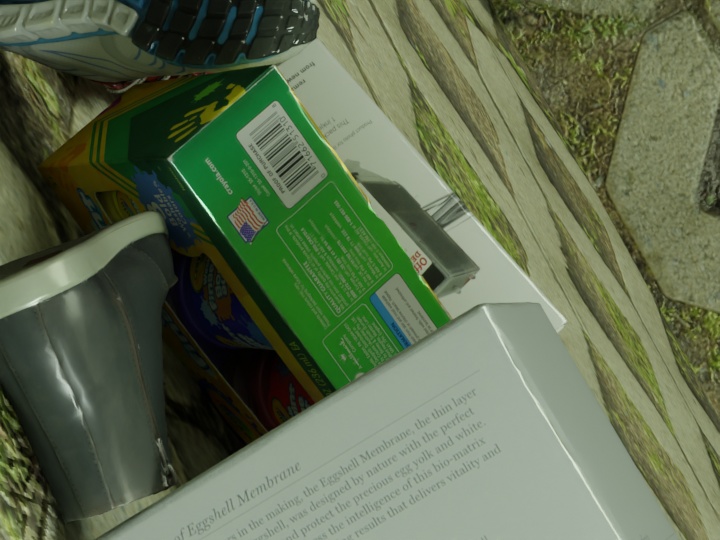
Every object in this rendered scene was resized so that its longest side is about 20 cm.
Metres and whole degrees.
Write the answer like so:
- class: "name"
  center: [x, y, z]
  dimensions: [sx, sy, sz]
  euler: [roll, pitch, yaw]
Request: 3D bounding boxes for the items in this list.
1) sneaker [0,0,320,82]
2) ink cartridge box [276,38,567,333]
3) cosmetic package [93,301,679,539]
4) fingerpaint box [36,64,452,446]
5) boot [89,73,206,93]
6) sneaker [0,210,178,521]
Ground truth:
- class: "sneaker"
  center: [-0.101, -0.125, 1.219]
  dimensions: [0.087, 0.200, 0.075]
  euler: [39, 64, -58]
- class: "ink cartridge box"
  center: [0.000, 0.000, 1.315]
  dimensions: [0.200, 0.083, 0.147]
  euler: [49, -22, 7]
- class: "cosmetic package"
  center: [0.027, 0.146, 0.996]
  dimensions: [0.200, 0.199, 0.123]
  euler: [60, 12, 6]
- class: "fingerpaint box"
  center: [-0.045, 0.007, 1.188]
  dimensions: [0.200, 0.073, 0.167]
  euler: [55, -22, -18]
- class: "boot"
  center: [-0.108, -0.106, 1.413]
  dimensions: [0.200, 0.072, 0.144]
  euler: [45, 16, -20]
- class: "sneaker"
  center: [-0.112, 0.040, 1.050]
  dimensions: [0.200, 0.075, 0.106]
  euler: [-44, 113, -77]
